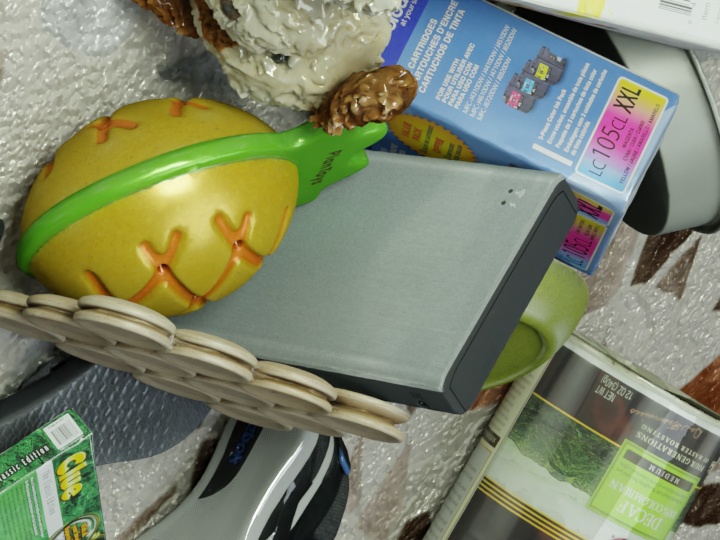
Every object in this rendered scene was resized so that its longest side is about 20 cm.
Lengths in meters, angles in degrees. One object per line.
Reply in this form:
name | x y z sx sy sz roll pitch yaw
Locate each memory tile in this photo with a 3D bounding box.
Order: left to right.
memory tile | -0.085 0.048 1.425 0.199 0.153 0.017 24 77 -33

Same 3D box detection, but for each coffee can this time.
coffee can | 0.136 0.153 1.843 0.146 0.146 0.201 25 95 -56

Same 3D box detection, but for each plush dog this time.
plush dog | -0.029 -0.160 1.356 0.160 0.200 0.172 -27 144 -48

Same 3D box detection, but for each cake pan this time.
cake pan | 0.149 -0.105 1.619 0.037 0.200 0.201 -26 138 -12

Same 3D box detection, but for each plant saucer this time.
plant saucer | 0.033 0.036 1.596 0.200 0.199 0.031 32 47 -56

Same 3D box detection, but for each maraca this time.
maraca | -0.081 -0.038 1.424 0.199 0.107 0.137 -18 169 -19

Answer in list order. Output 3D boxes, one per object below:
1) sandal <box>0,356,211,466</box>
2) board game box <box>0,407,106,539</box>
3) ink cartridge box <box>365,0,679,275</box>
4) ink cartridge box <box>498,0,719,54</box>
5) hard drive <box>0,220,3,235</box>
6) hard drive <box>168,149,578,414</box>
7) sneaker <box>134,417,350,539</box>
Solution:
sandal | -0.159 0.075 1.504 0.200 0.043 0.076 -22 123 -36
board game box | -0.183 0.151 1.485 0.105 0.023 0.200 -31 156 -18
ink cartridge box | 0.060 -0.087 1.516 0.077 0.199 0.137 -61 175 -15
ink cartridge box | 0.121 -0.202 1.441 0.199 0.083 0.146 11 94 -28
hard drive | -0.259 0.058 1.348 0.139 0.033 0.201 5 113 -53
hard drive | 0.000 0.000 1.470 0.140 0.199 0.033 -59 136 -25
sneaker | -0.071 0.171 1.658 0.200 0.073 0.112 -53 147 -8
